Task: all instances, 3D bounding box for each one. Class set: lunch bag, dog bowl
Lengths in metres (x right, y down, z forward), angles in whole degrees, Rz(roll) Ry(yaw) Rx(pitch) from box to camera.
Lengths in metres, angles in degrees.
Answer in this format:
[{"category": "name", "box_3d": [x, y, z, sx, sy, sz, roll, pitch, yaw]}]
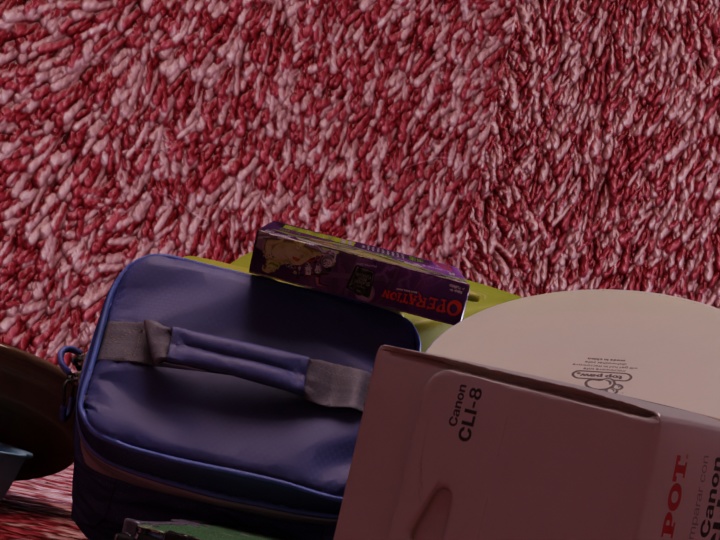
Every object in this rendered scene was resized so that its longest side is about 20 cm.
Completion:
[{"category": "lunch bag", "box_3d": [-0.069, 0.077, 1.452, 0.198, 0.137, 0.133, 13, -37, -2]}, {"category": "dog bowl", "box_3d": [0.125, 0.088, 1.371, 0.198, 0.079, 0.200, -2, 26, 1]}]

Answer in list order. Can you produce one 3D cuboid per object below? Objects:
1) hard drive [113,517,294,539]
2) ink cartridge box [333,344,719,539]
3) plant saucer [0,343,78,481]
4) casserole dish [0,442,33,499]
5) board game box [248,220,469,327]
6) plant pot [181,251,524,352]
[{"category": "hard drive", "box_3d": [-0.008, 0.162, 1.313, 0.199, 0.038, 0.140, 13, -2, 20]}, {"category": "ink cartridge box", "box_3d": [0.100, 0.125, 1.113, 0.144, 0.147, 0.199, 12, -1, 39]}, {"category": "plant saucer", "box_3d": [-0.257, 0.087, 1.661, 0.198, 0.030, 0.200, 8, -25, 3]}, {"category": "casserole dish", "box_3d": [-0.289, 0.104, 1.567, 0.199, 0.039, 0.121, 13, -1, -26]}, {"category": "board game box", "box_3d": [0.000, 0.000, 1.518, 0.119, 0.033, 0.200, 10, 2, 0]}, {"category": "plant pot", "box_3d": [-0.025, 0.092, 1.685, 0.198, 0.202, 0.181, 14, 5, 32]}]
